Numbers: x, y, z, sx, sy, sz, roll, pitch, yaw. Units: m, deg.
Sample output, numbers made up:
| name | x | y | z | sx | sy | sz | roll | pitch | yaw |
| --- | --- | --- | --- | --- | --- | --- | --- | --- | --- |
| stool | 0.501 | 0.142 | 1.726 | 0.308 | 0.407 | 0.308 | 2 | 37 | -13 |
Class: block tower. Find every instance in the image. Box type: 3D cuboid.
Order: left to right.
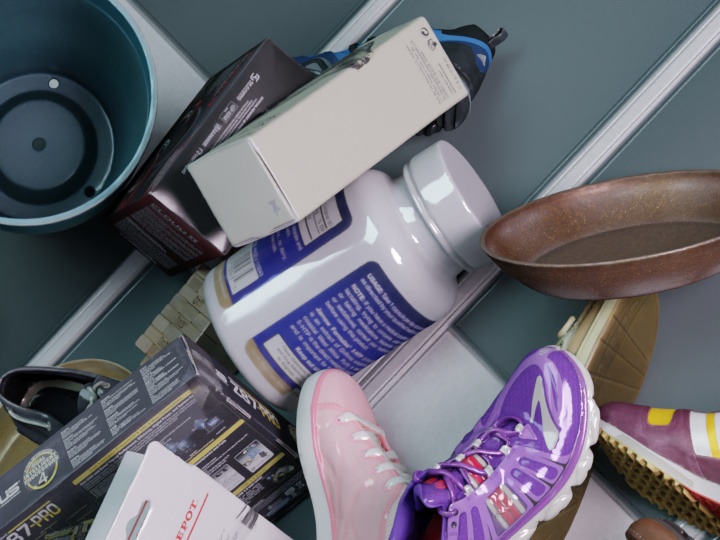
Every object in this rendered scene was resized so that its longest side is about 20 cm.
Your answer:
| name | x | y | z | sx | sy | sz | roll | pitch | yaw |
| --- | --- | --- | --- | --- | --- | --- | --- | --- | --- |
| block tower | -0.083 | 0.009 | 1.835 | 0.200 | 0.054 | 0.058 | -51 | 45 | -3 |

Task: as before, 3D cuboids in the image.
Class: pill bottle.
| name | x | y | z | sx | sy | sz | roll | pitch | yaw |
| --- | --- | --- | --- | --- | --- | --- | --- | --- | --- |
| pill bottle | 0.000 | 0.000 | 1.730 | 0.199 | 0.120 | 0.120 | -33 | 46 | 15 |

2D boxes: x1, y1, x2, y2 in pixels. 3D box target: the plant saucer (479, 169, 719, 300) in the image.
| name | x | y | z | sx | sy | sz | roll | pitch | yaw |
| --- | --- | --- | --- | --- | --- | --- | --- | --- | --- |
| plant saucer | 0.178 | -0.020 | 1.604 | 0.199 | 0.037 | 0.201 | -11 | 16 | 3 |

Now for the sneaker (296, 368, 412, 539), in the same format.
| name | x | y | z | sx | sy | sz | roll | pitch | yaw |
| --- | --- | --- | --- | --- | --- | --- | --- | --- | --- |
| sneaker | 0.020 | 0.148 | 1.643 | 0.104 | 0.075 | 0.202 | -24 | 56 | 28 |

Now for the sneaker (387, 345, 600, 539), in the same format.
| name | x | y | z | sx | sy | sz | roll | pitch | yaw |
| --- | --- | --- | --- | --- | --- | --- | --- | --- | --- |
| sneaker | 0.075 | 0.134 | 1.524 | 0.080 | 0.083 | 0.201 | 28 | 84 | 44 |

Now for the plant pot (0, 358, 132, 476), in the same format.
| name | x | y | z | sx | sy | sz | roll | pitch | yaw |
| --- | --- | --- | --- | --- | --- | --- | --- | --- | --- |
| plant pot | -0.228 | 0.162 | 1.861 | 0.199 | 0.027 | 0.201 | -19 | 52 | 26 |

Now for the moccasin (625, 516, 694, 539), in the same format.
| name | x | y | z | sx | sy | sz | roll | pitch | yaw |
| --- | --- | --- | --- | --- | --- | --- | --- | --- | --- |
| moccasin | 0.201 | 0.233 | 1.455 | 0.077 | 0.074 | 0.202 | -30 | 56 | 7 |

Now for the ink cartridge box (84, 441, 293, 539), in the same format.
| name | x | y | z | sx | sy | sz | roll | pitch | yaw |
| --- | --- | --- | --- | --- | --- | --- | --- | --- | --- |
| ink cartridge box | -0.123 | 0.199 | 1.629 | 0.067 | 0.200 | 0.117 | 8 | 66 | 40 |

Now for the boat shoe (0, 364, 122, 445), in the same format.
| name | x | y | z | sx | sy | sz | roll | pitch | yaw |
| --- | --- | --- | --- | --- | --- | --- | --- | --- | --- |
| boat shoe | -0.193 | 0.112 | 1.804 | 0.199 | 0.063 | 0.073 | 12 | 69 | 42 |

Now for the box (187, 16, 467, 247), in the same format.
| name | x | y | z | sx | sy | sz | roll | pitch | yaw |
| --- | --- | --- | --- | --- | --- | --- | --- | --- | --- |
| box | -0.021 | -0.098 | 1.707 | 0.082 | 0.069 | 0.200 | -21 | 13 | 48 |

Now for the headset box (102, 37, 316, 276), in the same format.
| name | x | y | z | sx | sy | sz | roll | pitch | yaw |
| --- | --- | --- | --- | --- | --- | --- | --- | --- | --- |
| headset box | -0.104 | -0.082 | 1.822 | 0.149 | 0.075 | 0.200 | -54 | 11 | -14 |

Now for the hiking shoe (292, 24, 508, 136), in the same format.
| name | x | y | z | sx | sy | sz | roll | pitch | yaw |
| --- | --- | --- | --- | --- | --- | --- | --- | --- | --- |
| hiking shoe | 0.018 | -0.144 | 1.865 | 0.199 | 0.075 | 0.087 | 5 | 42 | 39 |

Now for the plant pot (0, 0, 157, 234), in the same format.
| name | x | y | z | sx | sy | sz | roll | pitch | yaw |
| --- | --- | --- | --- | --- | --- | --- | --- | --- | --- |
| plant pot | -0.257 | -0.115 | 1.936 | 0.198 | 0.188 | 0.202 | 1 | 79 | -4 |

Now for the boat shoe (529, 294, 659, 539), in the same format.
| name | x | y | z | sx | sy | sz | roll | pitch | yaw |
| --- | --- | --- | --- | --- | --- | --- | --- | --- | --- |
| boat shoe | 0.131 | 0.088 | 1.605 | 0.063 | 0.073 | 0.202 | 17 | 80 | 38 |

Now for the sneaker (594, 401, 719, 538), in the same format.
| name | x | y | z | sx | sy | sz | roll | pitch | yaw |
| --- | --- | --- | --- | --- | --- | --- | --- | --- | --- |
| sneaker | 0.234 | 0.114 | 1.513 | 0.199 | 0.075 | 0.090 | 27 | 71 | 39 |

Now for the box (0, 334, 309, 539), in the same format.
| name | x | y | z | sx | sy | sz | roll | pitch | yaw |
| --- | --- | --- | --- | --- | --- | --- | --- | --- | --- |
| box | -0.147 | 0.155 | 1.707 | 0.200 | 0.161 | 0.049 | -39 | 45 | 10 |
